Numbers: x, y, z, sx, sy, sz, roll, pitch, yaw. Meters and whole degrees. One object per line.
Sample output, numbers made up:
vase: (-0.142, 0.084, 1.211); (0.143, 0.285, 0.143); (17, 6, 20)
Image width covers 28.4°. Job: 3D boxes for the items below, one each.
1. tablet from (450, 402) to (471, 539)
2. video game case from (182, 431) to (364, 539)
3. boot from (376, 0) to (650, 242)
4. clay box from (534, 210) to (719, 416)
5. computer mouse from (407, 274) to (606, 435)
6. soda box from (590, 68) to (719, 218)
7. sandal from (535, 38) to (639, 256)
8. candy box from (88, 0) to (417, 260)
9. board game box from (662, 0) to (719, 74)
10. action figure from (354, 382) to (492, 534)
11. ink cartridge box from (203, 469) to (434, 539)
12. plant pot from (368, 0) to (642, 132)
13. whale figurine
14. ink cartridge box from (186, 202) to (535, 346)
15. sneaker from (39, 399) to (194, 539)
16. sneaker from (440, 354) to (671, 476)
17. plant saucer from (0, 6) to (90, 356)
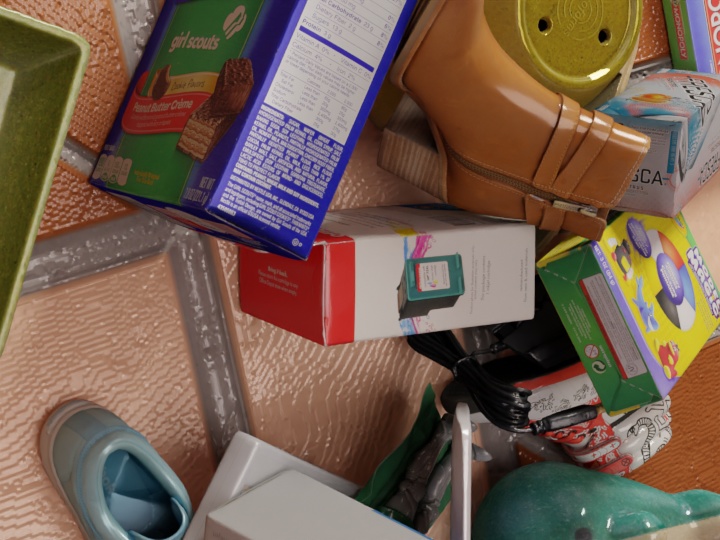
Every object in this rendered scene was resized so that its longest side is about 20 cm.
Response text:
tablet: (0.063, 0.189, 0.901); (0.014, 0.130, 0.200); (0, 91, 3)
video game case: (-0.073, 0.216, 0.916); (0.200, 0.024, 0.182); (-64, 150, -7)
boot: (0.097, -0.098, 0.840); (0.154, 0.200, 0.074); (21, 62, 7)
clay box: (0.199, 0.009, 0.999); (0.200, 0.048, 0.115); (-34, 99, -56)
computer mouse: (0.144, 0.047, 0.998); (0.200, 0.140, 0.046); (-11, 128, -30)
soda box: (0.216, -0.094, 1.005); (0.200, 0.063, 0.069); (-34, 129, -61)
sandal: (0.168, -0.084, 1.032); (0.070, 0.078, 0.212); (30, 76, -33)
candy box: (-0.060, -0.120, 0.830); (0.077, 0.169, 0.200); (27, 83, -33)
board game box: (0.299, -0.202, 1.119); (0.134, 0.029, 0.200); (-23, 109, -27)
action figure: (0.017, 0.188, 0.968); (0.200, 0.055, 0.118); (-54, 141, -20)
ink cartridge box: (-0.023, 0.244, 0.847); (0.084, 0.145, 0.200); (-22, 126, -51)
plant pot: (0.100, -0.170, 0.936); (0.200, 0.142, 0.200); (-6, 101, -30)
whale figurine: (0.175, 0.183, 1.044); (0.200, 0.159, 0.104); (-12, 78, -19)
ink cartridge box: (0.000, 0.000, 0.918); (0.200, 0.116, 0.067); (-6, 102, -30)
sneaker: (-0.129, 0.173, 0.886); (0.074, 0.082, 0.200); (-41, 118, -18)
sneaker: (0.154, 0.111, 1.059); (0.201, 0.067, 0.108); (-16, 104, -31)
plant saucer: (-0.272, -0.064, 0.781); (0.199, 0.048, 0.200); (17, 89, -32)
